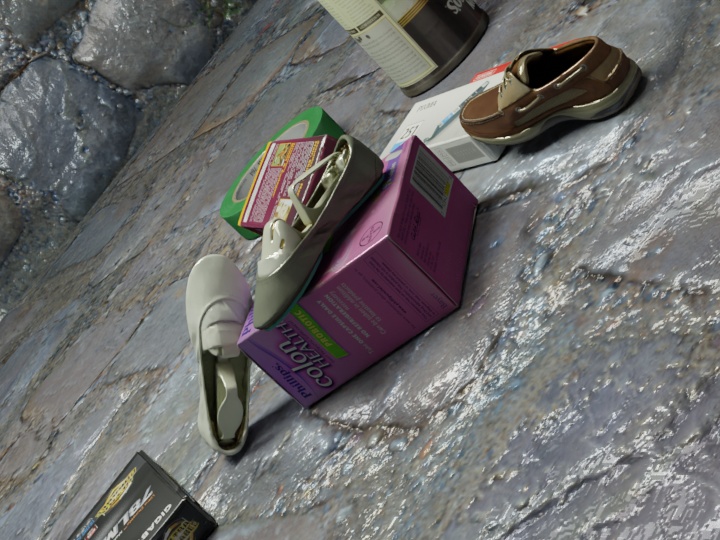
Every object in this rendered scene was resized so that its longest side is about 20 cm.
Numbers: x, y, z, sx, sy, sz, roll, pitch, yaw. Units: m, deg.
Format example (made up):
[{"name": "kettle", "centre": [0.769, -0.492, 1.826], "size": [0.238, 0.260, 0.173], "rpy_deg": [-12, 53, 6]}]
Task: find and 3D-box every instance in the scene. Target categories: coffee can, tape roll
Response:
[{"name": "coffee can", "centre": [0.042, -0.340, 1.746], "size": [0.146, 0.200, 0.147], "rpy_deg": [-40, 20, 18]}, {"name": "tape roll", "centre": [-0.107, -0.133, 1.889], "size": [0.200, 0.048, 0.201], "rpy_deg": [-41, 20, 18]}]

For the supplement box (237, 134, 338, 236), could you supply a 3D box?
[{"name": "supplement box", "centre": [-0.056, -0.084, 1.575], "size": [0.200, 0.085, 0.111], "rpy_deg": [9, 78, 68]}]

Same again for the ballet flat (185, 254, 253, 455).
[{"name": "ballet flat", "centre": [-0.128, 0.086, 1.332], "size": [0.069, 0.202, 0.070], "rpy_deg": [0, 21, 0]}]

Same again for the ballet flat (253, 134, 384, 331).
[{"name": "ballet flat", "centre": [-0.053, -0.039, 1.254], "size": [0.201, 0.064, 0.067], "rpy_deg": [-55, 20, -20]}]

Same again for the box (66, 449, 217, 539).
[{"name": "box", "centre": [-0.240, 0.282, 1.340], "size": [0.201, 0.050, 0.198], "rpy_deg": [-51, 18, -9]}]

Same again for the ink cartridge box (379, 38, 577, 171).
[{"name": "ink cartridge box", "centre": [0.121, -0.180, 1.493], "size": [0.177, 0.045, 0.199], "rpy_deg": [-56, 21, -21]}]

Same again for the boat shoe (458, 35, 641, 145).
[{"name": "boat shoe", "centre": [0.166, -0.174, 1.297], "size": [0.199, 0.072, 0.076], "rpy_deg": [-15, 43, 44]}]

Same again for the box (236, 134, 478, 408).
[{"name": "box", "centre": [0.000, 0.000, 1.309], "size": [0.199, 0.097, 0.177], "rpy_deg": [-36, 21, 31]}]
